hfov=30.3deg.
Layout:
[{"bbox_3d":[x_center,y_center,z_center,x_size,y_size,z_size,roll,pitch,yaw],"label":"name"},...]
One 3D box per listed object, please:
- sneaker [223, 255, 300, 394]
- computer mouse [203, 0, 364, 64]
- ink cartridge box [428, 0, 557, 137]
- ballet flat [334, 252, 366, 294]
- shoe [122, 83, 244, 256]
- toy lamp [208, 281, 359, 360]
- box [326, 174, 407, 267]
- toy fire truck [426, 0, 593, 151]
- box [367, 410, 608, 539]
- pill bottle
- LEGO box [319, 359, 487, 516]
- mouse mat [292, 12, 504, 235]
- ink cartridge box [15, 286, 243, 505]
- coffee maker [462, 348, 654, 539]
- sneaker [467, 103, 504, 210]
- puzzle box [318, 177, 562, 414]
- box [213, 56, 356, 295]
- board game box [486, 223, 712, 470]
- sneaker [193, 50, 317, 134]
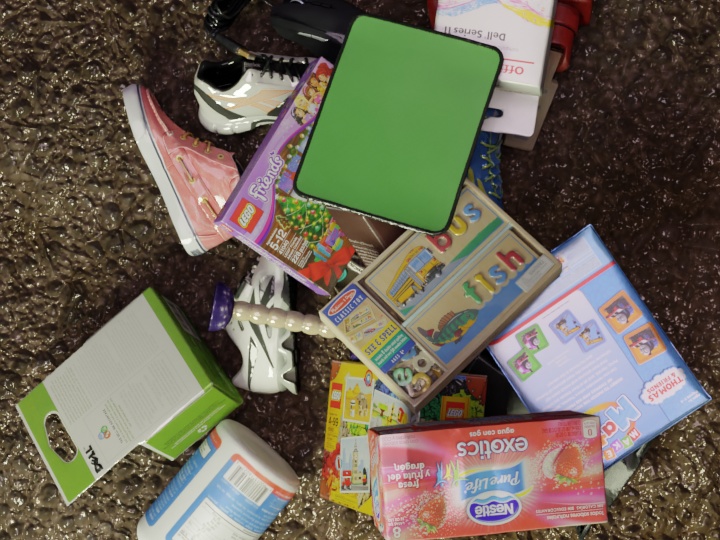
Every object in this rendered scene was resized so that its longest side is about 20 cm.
[{"bbox_3d":[-0.112,0.033,1.437,0.088,0.074,0.202,-1,86,7],"label":"sneaker"},{"bbox_3d":[-0.068,-0.261,1.419,0.199,0.046,0.140,34,53,17],"label":"computer mouse"},{"bbox_3d":[0.134,-0.242,1.328,0.116,0.067,0.202,8,90,8],"label":"ink cartridge box"},{"bbox_3d":[0.000,0.000,1.423,0.068,0.067,0.200,-25,109,46],"label":"ballet flat"},{"bbox_3d":[-0.184,-0.124,1.463,0.090,0.071,0.201,-24,89,4],"label":"shoe"},{"bbox_3d":[-0.056,0.056,1.376,0.198,0.058,0.059,9,87,-7],"label":"toy lamp"},{"bbox_3d":[0.062,-0.020,1.353,0.100,0.075,0.201,-45,123,-20],"label":"box"},{"bbox_3d":[0.153,-0.246,1.411,0.174,0.129,0.202,8,77,8],"label":"toy fire truck"},{"bbox_3d":[0.110,0.181,1.192,0.198,0.103,0.096,-4,88,-7],"label":"box"},{"bbox_3d":[-0.166,0.267,1.410,0.112,0.112,0.200,41,92,8],"label":"pill bottle"},{"bbox_3d":[0.040,0.171,1.342,0.077,0.200,0.150,7,86,-27],"label":"LEGO box"},{"bbox_3d":[0.037,-0.144,1.282,0.160,0.008,0.201,17,77,11],"label":"mouse mat"},{"bbox_3d":[-0.250,0.141,1.425,0.200,0.076,0.148,-40,60,4],"label":"ink cartridge box"},{"bbox_3d":[0.193,0.145,1.358,0.199,0.135,0.193,31,91,9],"label":"coffee maker"},{"bbox_3d":[0.116,-0.114,1.396,0.105,0.075,0.201,-39,77,48],"label":"sneaker"},{"bbox_3d":[0.076,0.020,1.256,0.200,0.025,0.133,-43,71,-12],"label":"puzzle box"},{"bbox_3d":[-0.041,-0.095,1.356,0.136,0.039,0.201,33,78,-16],"label":"box"},{"bbox_3d":[0.215,0.081,1.275,0.151,0.037,0.201,-34,79,5],"label":"board game box"},{"bbox_3d":[-0.087,-0.200,1.438,0.198,0.080,0.074,-10,52,5],"label":"sneaker"}]
